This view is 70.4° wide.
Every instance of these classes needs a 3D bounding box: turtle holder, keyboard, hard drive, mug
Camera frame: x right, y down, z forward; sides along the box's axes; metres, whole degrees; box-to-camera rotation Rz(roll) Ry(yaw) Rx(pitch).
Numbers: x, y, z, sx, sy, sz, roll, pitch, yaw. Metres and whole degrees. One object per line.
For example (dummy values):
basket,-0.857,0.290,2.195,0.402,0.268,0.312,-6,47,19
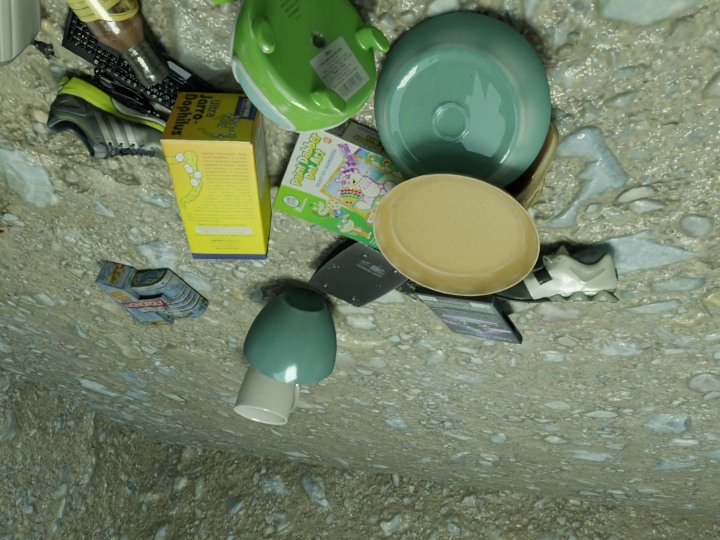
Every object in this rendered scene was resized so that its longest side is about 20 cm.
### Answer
turtle holder,-0.078,-0.221,0.517,0.184,0.143,0.131,20,167,-29
keyboard,-0.282,-0.239,0.657,0.199,0.040,0.104,29,145,-23
hard drive,0.000,0.000,0.934,0.134,0.043,0.200,26,146,-21
mug,-0.236,0.324,1.412,0.146,0.177,0.200,-8,144,30

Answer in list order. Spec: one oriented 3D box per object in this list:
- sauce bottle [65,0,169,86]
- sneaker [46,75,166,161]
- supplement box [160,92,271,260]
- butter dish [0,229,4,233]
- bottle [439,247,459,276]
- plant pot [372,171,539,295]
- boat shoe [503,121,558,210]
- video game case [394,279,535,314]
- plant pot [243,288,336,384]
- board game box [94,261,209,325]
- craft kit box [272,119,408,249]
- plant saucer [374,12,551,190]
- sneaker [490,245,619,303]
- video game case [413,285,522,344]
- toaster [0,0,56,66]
sauce bottle,-0.279,-0.293,0.546,0.064,0.065,0.200,0,148,20
sneaker,-0.334,-0.184,0.715,0.198,0.082,0.074,24,158,-15
supplement box,-0.184,-0.121,0.693,0.108,0.110,0.201,0,138,-4
butter dish,-0.805,-0.131,0.931,0.197,0.150,0.199,9,-171,3
bottle,0.133,-0.087,0.656,0.083,0.065,0.202,19,127,19
plant pot,0.113,-0.043,0.615,0.198,0.028,0.201,13,142,10
boat shoe,0.203,-0.115,0.665,0.064,0.072,0.201,-14,150,-26
video game case,0.191,0.032,0.923,0.199,0.036,0.181,27,146,-22
plant pot,-0.133,0.120,1.066,0.198,0.201,0.136,16,112,-6
board game box,-0.494,0.054,1.183,0.198,0.062,0.200,-5,146,26
craft kit box,-0.012,-0.124,0.742,0.196,0.049,0.200,22,147,-10
plant saucer,0.101,-0.166,0.555,0.198,0.036,0.202,13,125,19
sneaker,0.297,0.006,0.808,0.198,0.090,0.074,-3,-175,19
video game case,0.197,0.082,0.913,0.142,0.019,0.200,7,159,34
toaster,-0.417,-0.310,0.521,0.199,0.115,0.129,27,144,-20
